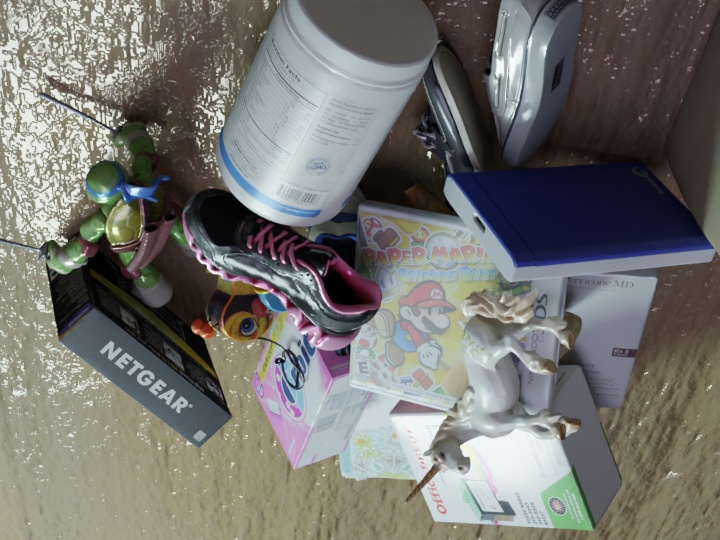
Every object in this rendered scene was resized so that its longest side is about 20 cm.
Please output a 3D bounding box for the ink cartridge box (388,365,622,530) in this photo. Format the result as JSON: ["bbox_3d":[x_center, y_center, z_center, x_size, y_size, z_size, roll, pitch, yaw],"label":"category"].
[{"bbox_3d":[0.146,0.181,1.274,0.199,0.084,0.146,-6,116,40],"label":"ink cartridge box"}]

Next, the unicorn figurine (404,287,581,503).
[{"bbox_3d":[0.119,0.110,1.084,0.136,0.203,0.074,5,-175,35],"label":"unicorn figurine"}]

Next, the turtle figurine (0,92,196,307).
[{"bbox_3d":[-0.235,-0.061,1.166,0.198,0.145,0.194,-3,152,19],"label":"turtle figurine"}]

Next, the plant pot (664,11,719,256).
[{"bbox_3d":[0.375,-0.093,1.006,0.198,0.178,0.201,9,137,-1],"label":"plant pot"}]

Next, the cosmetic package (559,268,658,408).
[{"bbox_3d":[0.231,0.047,1.249,0.100,0.075,0.201,4,138,4],"label":"cosmetic package"}]

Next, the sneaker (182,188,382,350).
[{"bbox_3d":[-0.062,-0.011,1.089,0.199,0.079,0.095,35,152,-16],"label":"sneaker"}]

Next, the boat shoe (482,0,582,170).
[{"bbox_3d":[0.134,-0.164,1.046,0.065,0.072,0.201,35,158,19],"label":"boat shoe"}]

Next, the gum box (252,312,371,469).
[{"bbox_3d":[-0.046,0.104,1.293,0.066,0.114,0.201,-15,150,-27],"label":"gum box"}]

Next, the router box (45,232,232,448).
[{"bbox_3d":[-0.228,0.071,1.272,0.052,0.158,0.200,-41,123,6],"label":"router box"}]

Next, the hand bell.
[{"bbox_3d":[0.107,0.000,1.147,0.104,0.104,0.201,-30,105,33],"label":"hand bell"}]

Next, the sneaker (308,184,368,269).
[{"bbox_3d":[0.000,0.000,1.220,0.075,0.089,0.200,-20,132,24],"label":"sneaker"}]

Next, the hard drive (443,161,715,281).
[{"bbox_3d":[0.187,-0.046,1.062,0.198,0.132,0.026,-5,129,-23],"label":"hard drive"}]

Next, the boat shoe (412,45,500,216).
[{"bbox_3d":[0.078,-0.112,1.102,0.062,0.073,0.201,-9,140,17],"label":"boat shoe"}]

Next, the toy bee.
[{"bbox_3d":[-0.107,0.023,1.186,0.108,0.202,0.131,-12,176,-33],"label":"toy bee"}]

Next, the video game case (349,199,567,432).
[{"bbox_3d":[0.085,0.042,1.124,0.198,0.023,0.184,12,112,24],"label":"video game case"}]

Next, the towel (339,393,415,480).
[{"bbox_3d":[0.056,0.172,1.425,0.169,0.048,0.201,1,136,3],"label":"towel"}]

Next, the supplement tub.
[{"bbox_3d":[-0.033,-0.145,1.039,0.131,0.133,0.201,20,135,-14],"label":"supplement tub"}]
